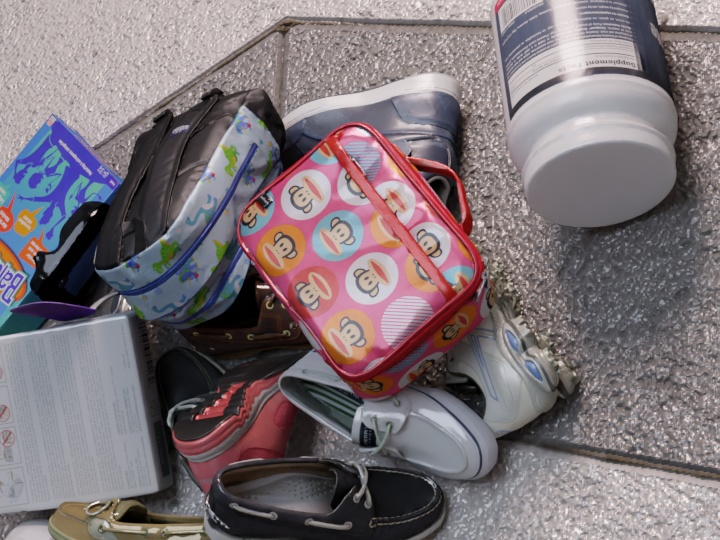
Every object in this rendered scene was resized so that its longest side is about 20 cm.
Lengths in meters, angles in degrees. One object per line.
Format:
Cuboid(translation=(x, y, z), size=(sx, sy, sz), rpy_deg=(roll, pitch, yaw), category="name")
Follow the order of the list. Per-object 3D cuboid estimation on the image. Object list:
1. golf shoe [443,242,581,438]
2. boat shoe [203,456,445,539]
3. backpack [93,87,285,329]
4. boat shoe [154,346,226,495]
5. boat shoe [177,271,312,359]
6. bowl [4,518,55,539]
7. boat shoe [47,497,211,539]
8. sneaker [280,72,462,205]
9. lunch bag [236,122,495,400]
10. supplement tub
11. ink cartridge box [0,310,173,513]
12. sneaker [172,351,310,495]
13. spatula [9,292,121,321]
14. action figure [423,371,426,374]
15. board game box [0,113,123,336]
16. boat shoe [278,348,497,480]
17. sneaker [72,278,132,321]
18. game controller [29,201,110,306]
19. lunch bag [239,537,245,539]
Cuboid(translation=(0.092, 0.048, 1.574), size=(0.097, 0.078, 0.201), rpy_deg=(-43, 48, 15), category="golf shoe")
Cuboid(translation=(-0.025, 0.180, 1.522), size=(0.198, 0.061, 0.074), rpy_deg=(1, 45, -10), category="boat shoe")
Cuboid(translation=(-0.154, -0.047, 1.689), size=(0.162, 0.155, 0.200), rpy_deg=(-19, 22, 31), category="backpack")
Cuboid(translation=(-0.138, 0.135, 1.689), size=(0.072, 0.068, 0.201), rpy_deg=(-41, 48, 11), category="boat shoe")
Cuboid(translation=(-0.076, 0.033, 1.700), size=(0.198, 0.070, 0.071), rpy_deg=(-17, 56, 25), category="boat shoe")
Cuboid(translation=(-0.281, 0.323, 1.682), size=(0.199, 0.075, 0.201), rpy_deg=(20, 79, 41), category="bowl")
Cuboid(translation=(-0.181, 0.222, 1.649), size=(0.199, 0.073, 0.064), rpy_deg=(11, 99, 31), category="boat shoe")
Cuboid(translation=(-0.003, -0.084, 1.707), size=(0.201, 0.077, 0.148), rpy_deg=(-17, 56, 27), category="sneaker")
Cuboid(translation=(0.015, -0.015, 1.543), size=(0.176, 0.082, 0.200), rpy_deg=(-39, 63, 1), category="lunch bag")
Cuboid(translation=(0.184, -0.153, 1.572), size=(0.139, 0.140, 0.202), rpy_deg=(-21, 56, 24), category="supplement tub")
Cuboid(translation=(-0.278, 0.131, 1.724), size=(0.198, 0.047, 0.162), rpy_deg=(-10, 93, 15), category="ink cartridge box")
Cuboid(translation=(-0.090, 0.135, 1.619), size=(0.073, 0.088, 0.200), rpy_deg=(-10, 17, 30), category="sneaker")
Cuboid(translation=(-0.223, 0.027, 1.734), size=(0.056, 0.199, 0.021), rpy_deg=(-15, 87, 45), category="spatula")
Cuboid(translation=(0.000, 0.000, 1.627), size=(0.065, 0.051, 0.202), rpy_deg=(-33, 68, 50), category="action figure")
Cuboid(translation=(-0.328, -0.039, 1.929), size=(0.200, 0.045, 0.152), rpy_deg=(-51, 49, 2), category="board game box")
Cuboid(translation=(0.017, 0.126, 1.562), size=(0.199, 0.067, 0.074), rpy_deg=(22, 123, 35), category="boat shoe")
Cuboid(translation=(-0.268, 0.082, 1.776), size=(0.078, 0.086, 0.202), rpy_deg=(140, 148, -67), category="sneaker")
Cuboid(translation=(-0.262, -0.011, 1.787), size=(0.042, 0.200, 0.104), rpy_deg=(44, 84, 3), category="game controller")
Cuboid(translation=(-0.111, 0.340, 1.485), size=(0.200, 0.164, 0.118), rpy_deg=(-44, 7, 18), category="lunch bag")
